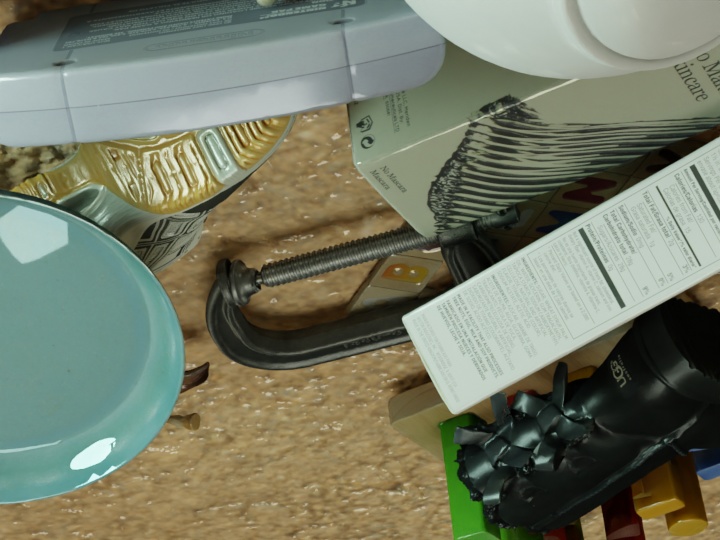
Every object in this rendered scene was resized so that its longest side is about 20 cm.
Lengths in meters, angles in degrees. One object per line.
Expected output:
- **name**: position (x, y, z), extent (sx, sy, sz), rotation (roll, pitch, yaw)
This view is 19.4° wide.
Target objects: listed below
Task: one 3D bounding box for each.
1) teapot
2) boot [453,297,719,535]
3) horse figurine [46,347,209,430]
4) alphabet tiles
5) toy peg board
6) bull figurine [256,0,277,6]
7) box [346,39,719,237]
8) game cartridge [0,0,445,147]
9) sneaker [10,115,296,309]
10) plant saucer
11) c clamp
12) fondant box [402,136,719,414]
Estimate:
- **teapot**: position (0.104, -0.144, 0.789), extent (0.199, 0.146, 0.199), rotation (-18, 134, -26)
- **boot**: position (0.161, 0.091, 1.160), extent (0.197, 0.074, 0.162), rotation (17, 134, -42)
- **horse figurine**: position (-0.166, 0.043, 1.144), extent (0.132, 0.050, 0.200), rotation (11, 169, 32)
- **alphabet tiles**: position (0.104, -0.018, 1.161), extent (0.166, 0.008, 0.200), rotation (8, 144, -21)
- **toy peg board**: position (0.154, 0.124, 1.295), extent (0.198, 0.098, 0.200), rotation (-22, 146, 23)
- **bull figurine**: position (-0.049, -0.174, 0.847), extent (0.199, 0.066, 0.121), rotation (-27, 145, 32)
- **box**: position (0.096, -0.091, 0.991), extent (0.199, 0.069, 0.082), rotation (-21, 145, 22)
- **game cartridge**: position (-0.063, -0.095, 0.910), extent (0.198, 0.133, 0.041), rotation (-8, 106, 3)
- **sneaker**: position (-0.099, -0.047, 1.041), extent (0.199, 0.076, 0.087), rotation (-32, 163, 28)
- **plant saucer**: position (-0.184, 0.034, 1.017), extent (0.198, 0.028, 0.201), rotation (-2, 131, -3)
- **c clamp**: position (0.000, 0.000, 1.146), extent (0.199, 0.027, 0.171), rotation (-18, 150, 14)
- **fondant box**: position (0.134, -0.008, 1.049), extent (0.199, 0.059, 0.144), rotation (-29, 177, 20)
